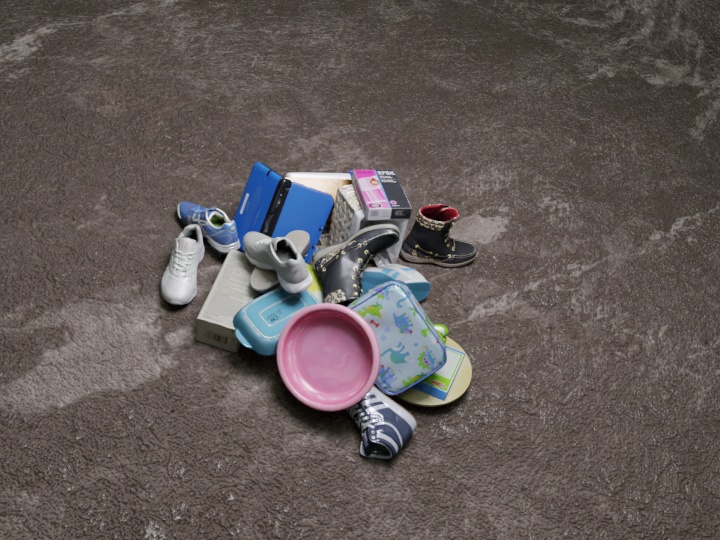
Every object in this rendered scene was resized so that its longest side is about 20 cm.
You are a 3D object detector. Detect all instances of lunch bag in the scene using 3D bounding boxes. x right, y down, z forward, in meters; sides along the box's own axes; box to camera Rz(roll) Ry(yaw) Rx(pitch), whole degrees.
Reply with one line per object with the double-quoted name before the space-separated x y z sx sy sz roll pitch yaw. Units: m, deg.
"lunch bag" 0.061 0.130 1.293 0.161 0.082 0.200 -34 92 7

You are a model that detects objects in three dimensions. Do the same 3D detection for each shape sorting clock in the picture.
"shape sorting clock" 0.134 0.202 1.391 0.199 0.039 0.200 5 40 -4

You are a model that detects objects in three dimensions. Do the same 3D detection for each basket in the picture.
"basket" 0.013 -0.095 1.506 0.135 0.200 0.123 -13 49 -26

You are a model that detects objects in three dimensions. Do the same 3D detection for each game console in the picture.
"game console" -0.183 -0.117 1.494 0.118 0.200 0.171 5 24 -49

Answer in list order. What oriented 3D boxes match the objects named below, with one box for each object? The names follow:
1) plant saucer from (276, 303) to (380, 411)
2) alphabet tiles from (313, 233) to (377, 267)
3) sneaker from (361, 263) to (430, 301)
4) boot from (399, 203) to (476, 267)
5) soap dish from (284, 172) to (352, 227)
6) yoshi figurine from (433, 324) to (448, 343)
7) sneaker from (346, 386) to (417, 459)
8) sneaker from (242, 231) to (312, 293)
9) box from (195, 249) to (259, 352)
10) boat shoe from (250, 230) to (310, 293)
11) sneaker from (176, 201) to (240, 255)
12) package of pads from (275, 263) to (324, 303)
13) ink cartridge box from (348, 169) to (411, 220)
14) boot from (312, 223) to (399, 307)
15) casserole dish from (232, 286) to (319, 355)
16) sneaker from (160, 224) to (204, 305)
"plant saucer" -0.057 0.161 1.245 0.200 0.201 0.051 31 8 12
"alphabet tiles" -0.023 -0.017 1.563 0.166 0.006 0.200 -9 53 -24
"sneaker" 0.059 0.025 1.492 0.200 0.077 0.081 9 26 -34
"boot" 0.203 -0.084 1.589 0.199 0.151 0.073 5 48 -12
"soap dish" -0.095 -0.163 1.580 0.199 0.157 0.081 0 66 -16
"yoshi figurine" 0.088 0.132 1.364 0.199 0.112 0.112 6 55 -6
"sneaker" 0.003 0.279 1.266 0.200 0.070 0.109 32 47 9
"sneaker" -0.168 -0.041 1.316 0.076 0.092 0.200 -34 49 -28
"box" -0.263 0.059 1.376 0.095 0.078 0.200 18 47 -1
"boat shoe" -0.162 -0.006 1.395 0.072 0.063 0.200 15 42 18
"sneaker" -0.340 -0.114 1.496 0.200 0.077 0.076 31 41 27
"package of pads" -0.120 0.084 1.403 0.154 0.068 0.200 29 47 8
"ink cartridge box" 0.039 -0.177 1.436 0.094 0.037 0.200 -2 38 -14
"boot" 0.000 0.001 1.374 0.203 0.073 0.154 -23 52 16
"casserole dish" -0.157 0.088 1.313 0.200 0.039 0.121 -28 65 -36
"sneaker" -0.377 -0.020 1.399 0.078 0.099 0.200 7 48 -10
